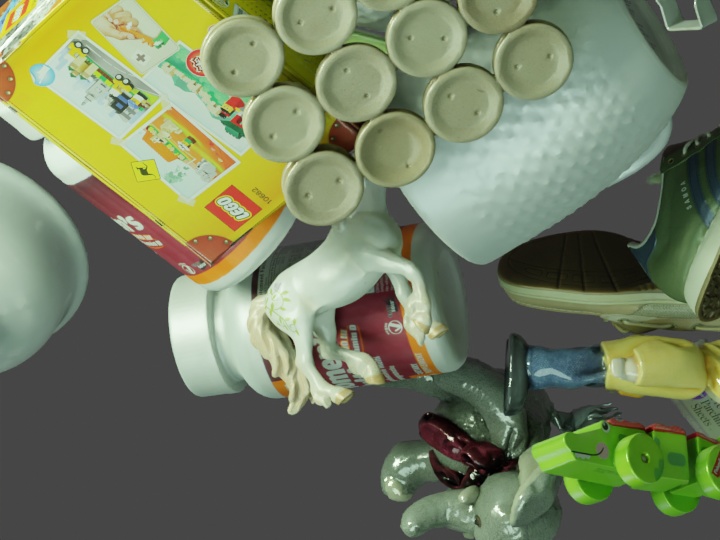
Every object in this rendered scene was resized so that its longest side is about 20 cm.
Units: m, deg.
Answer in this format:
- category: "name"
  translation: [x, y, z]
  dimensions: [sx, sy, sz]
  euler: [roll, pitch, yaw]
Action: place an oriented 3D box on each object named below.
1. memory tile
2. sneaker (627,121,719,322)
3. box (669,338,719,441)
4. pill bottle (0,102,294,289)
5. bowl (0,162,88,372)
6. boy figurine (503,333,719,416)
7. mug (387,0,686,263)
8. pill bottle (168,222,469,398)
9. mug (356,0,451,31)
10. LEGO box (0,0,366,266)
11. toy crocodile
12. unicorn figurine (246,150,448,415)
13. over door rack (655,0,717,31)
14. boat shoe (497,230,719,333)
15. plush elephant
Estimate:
- category: "memory tile"
  translation: [0.018, -0.127, 1.397]
  dimensions: [0.200, 0.017, 0.153]
  euler: [-31, 116, 4]
- category: "sneaker"
  translation: [0.243, -0.072, 1.584]
  dimensions: [0.067, 0.090, 0.200]
  euler: [2, 116, -47]
- category: "box"
  translation: [0.295, 0.134, 1.776]
  dimensions: [0.041, 0.039, 0.200]
  euler: [-24, 123, 25]
- category: "pill bottle"
  translation: [-0.143, -0.084, 1.593]
  dimensions: [0.200, 0.110, 0.110]
  euler: [38, 125, -23]
- category: "bowl"
  translation: [-0.307, 0.015, 1.726]
  dimensions: [0.201, 0.090, 0.201]
  euler: [4, 132, 4]
- category: "boy figurine"
  translation: [0.202, 0.076, 1.674]
  dimensions: [0.200, 0.064, 0.124]
  euler: [3, 172, -1]
- category: "mug"
  translation: [0.127, -0.103, 1.530]
  dimensions: [0.175, 0.148, 0.200]
  euler: [-32, 147, 19]
- category: "pill bottle"
  translation: [-0.029, 0.033, 1.689]
  dimensions: [0.200, 0.110, 0.110]
  euler: [-10, 129, 16]
- category: "mug"
  translation: [0.007, -0.253, 1.428]
  dimensions: [0.200, 0.148, 0.175]
  euler: [-45, 121, 2]
- category: "LEGO box"
  translation: [-0.113, -0.120, 1.451]
  dimensions: [0.200, 0.077, 0.149]
  euler: [39, 121, -24]
- category: "toy crocodile"
  translation: [0.209, 0.136, 1.679]
  dimensions: [0.200, 0.062, 0.068]
  euler: [11, 155, -32]
- category: "unicorn figurine"
  translation: [0.000, 0.000, 1.588]
  dimensions: [0.200, 0.074, 0.137]
  euler: [-35, 76, 7]
- category: "over door rack"
  translation: [0.192, -0.248, 1.357]
  dimensions: [0.200, 0.148, 0.067]
  euler: [62, 157, -3]
- category: "boat shoe"
  translation: [0.197, 0.017, 1.671]
  dimensions: [0.200, 0.072, 0.065]
  euler: [0, 130, 1]
- category: "plush elephant"
  translation: [0.093, 0.157, 1.747]
  dimensions: [0.200, 0.155, 0.165]
  euler: [4, 131, 5]
